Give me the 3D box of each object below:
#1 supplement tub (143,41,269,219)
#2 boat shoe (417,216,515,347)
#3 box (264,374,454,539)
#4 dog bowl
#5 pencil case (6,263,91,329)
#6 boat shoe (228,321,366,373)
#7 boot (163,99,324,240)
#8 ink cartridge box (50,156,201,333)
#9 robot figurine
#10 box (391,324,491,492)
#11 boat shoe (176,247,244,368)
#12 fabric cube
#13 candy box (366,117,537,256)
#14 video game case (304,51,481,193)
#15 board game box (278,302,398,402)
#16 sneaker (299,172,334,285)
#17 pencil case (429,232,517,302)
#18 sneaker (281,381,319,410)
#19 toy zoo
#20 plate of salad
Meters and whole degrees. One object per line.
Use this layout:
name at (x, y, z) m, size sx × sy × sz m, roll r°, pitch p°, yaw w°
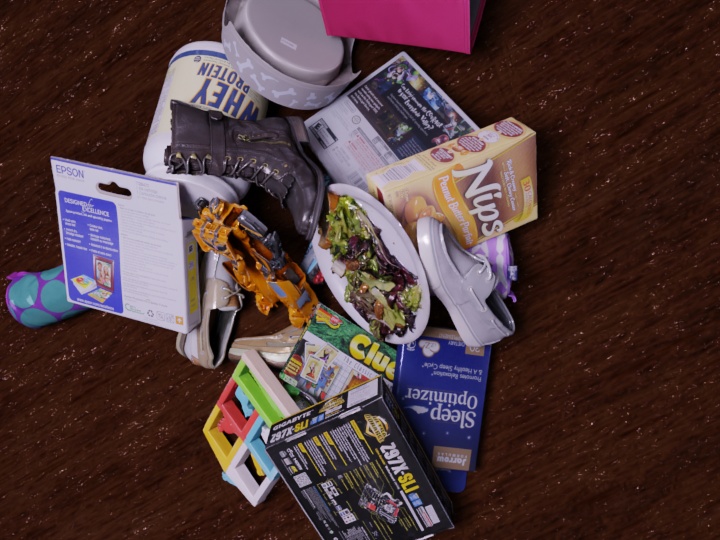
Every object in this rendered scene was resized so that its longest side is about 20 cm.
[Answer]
supplement tub at (-0.203, -0.177, 0.890) m, size 0.140 × 0.146 × 0.206 m, roll 2°, pitch 67°, yaw 15°
boat shoe at (0.123, 0.014, 0.756) m, size 0.067 × 0.073 × 0.202 m, roll -14°, pitch 126°, yaw 23°
box at (0.001, 0.244, 0.799) m, size 0.156 × 0.050 × 0.203 m, roll -26°, pitch 109°, yaw 12°
dog bowl at (-0.091, -0.297, 0.879) m, size 0.202 × 0.198 × 0.059 m, roll 54°, pitch 138°, yaw 12°
pencil case at (-0.421, 0.017, 0.995) m, size 0.195 × 0.085 × 0.095 m, roll -21°, pitch 104°, yaw 12°
boat shoe at (-0.080, 0.099, 0.910) m, size 0.193 × 0.072 × 0.079 m, roll 4°, pitch 75°, yaw 6°
boot at (-0.137, -0.115, 0.770) m, size 0.070 × 0.169 × 0.204 m, roll 115°, pitch 146°, yaw -44°
ink cartridge box at (-0.300, -0.036, 0.871) m, size 0.192 × 0.047 × 0.206 m, roll 13°, pitch 113°, yaw 17°
robot figurine at (-0.134, -0.012, 0.847) m, size 0.142 × 0.201 × 0.059 m, roll 16°, pitch 63°, yaw 41°
box at (0.094, 0.174, 0.842) m, size 0.117 × 0.032 × 0.207 m, roll 8°, pitch 91°, yaw -10°
boat shoe at (-0.193, 0.035, 0.932) m, size 0.067 × 0.074 × 0.206 m, roll 23°, pitch 103°, yaw 32°
fabric cube at (0.058, -0.413, 0.803) m, size 0.193 × 0.201 × 0.201 m, roll 13°, pitch 67°, yaw 16°
candy box at (0.111, -0.086, 0.787) m, size 0.195 × 0.118 × 0.056 m, roll -22°, pitch 37°, yaw -11°
video game case at (0.034, -0.171, 0.857) m, size 0.179 × 0.023 × 0.202 m, roll -35°, pitch 55°, yaw 0°
board game box at (0.006, 0.138, 0.852) m, size 0.197 × 0.023 × 0.107 m, roll 31°, pitch 84°, yaw -10°
sneaker at (-0.035, -0.080, 0.908) m, size 0.094 × 0.079 × 0.204 m, roll 27°, pitch 86°, yaw 27°
pencil case at (0.102, -0.001, 0.854) m, size 0.193 × 0.084 × 0.088 m, roll -1°, pitch 109°, yaw 17°
sneaker at (-0.049, 0.230, 0.876) m, size 0.078 × 0.085 × 0.201 m, roll -43°, pitch 77°, yaw 8°
toy zoo at (-0.146, 0.219, 0.891) m, size 0.132 × 0.020 × 0.202 m, roll 48°, pitch 127°, yaw 20°
plate of salad at (0.000, 0.000, 0.774) m, size 0.048 × 0.201 × 0.201 m, roll -31°, pitch 73°, yaw -33°
